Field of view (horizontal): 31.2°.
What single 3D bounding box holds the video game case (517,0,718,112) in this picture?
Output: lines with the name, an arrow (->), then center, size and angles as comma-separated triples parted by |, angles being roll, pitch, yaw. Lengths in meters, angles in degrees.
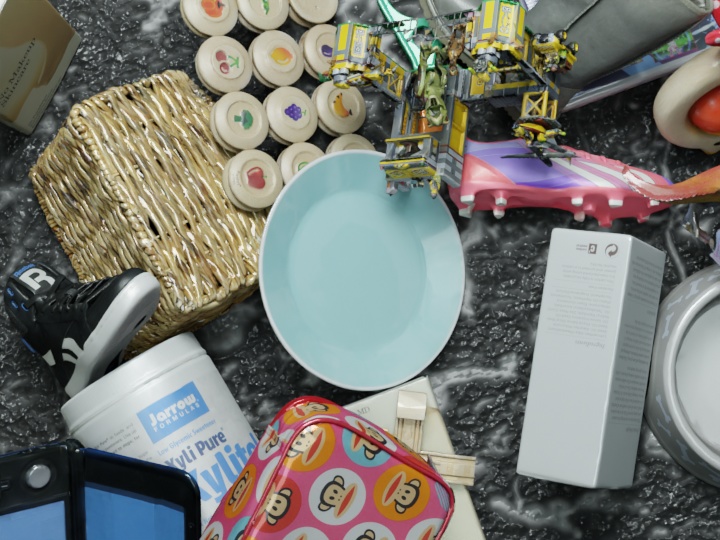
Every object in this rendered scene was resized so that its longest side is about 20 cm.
video game case -> 0.235, -0.256, 1.128 | 0.199, 0.023, 0.184 | -20, 86, -1

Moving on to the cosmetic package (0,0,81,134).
cosmetic package -> -0.300, -0.186, 1.045 | 0.071, 0.200, 0.106 | 27, 88, 3

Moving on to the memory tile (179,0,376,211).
memory tile -> -0.065, -0.156, 1.091 | 0.152, 0.017, 0.202 | -11, 84, -32

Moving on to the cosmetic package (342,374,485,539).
cosmetic package -> 0.043, 0.199, 1.079 | 0.103, 0.073, 0.201 | -21, 87, 0

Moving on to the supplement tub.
supplement tub -> -0.142, 0.167, 1.056 | 0.131, 0.132, 0.201 | -31, 87, -1

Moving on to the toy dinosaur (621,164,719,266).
toy dinosaur -> 0.347, -0.075, 1.031 | 0.199, 0.105, 0.182 | 30, 111, -33

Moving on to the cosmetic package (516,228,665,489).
cosmetic package -> 0.191, 0.074, 1.061 | 0.071, 0.101, 0.202 | 7, 85, 30

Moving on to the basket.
basket -> -0.168, -0.050, 1.104 | 0.142, 0.149, 0.201 | -28, 86, -35

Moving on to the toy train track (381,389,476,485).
toy train track -> 0.031, 0.197, 1.026 | 0.114, 0.033, 0.202 | 6, 88, 1

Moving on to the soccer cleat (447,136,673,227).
soccer cleat -> 0.171, -0.083, 1.100 | 0.198, 0.067, 0.077 | 1, 73, 0

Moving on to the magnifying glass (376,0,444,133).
magnifying glass -> 0.055, -0.195, 1.128 | 0.079, 0.022, 0.202 | -4, 87, 1

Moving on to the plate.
plate -> 0.000, 0.000, 1.083 | 0.199, 0.026, 0.202 | 3, 84, -30

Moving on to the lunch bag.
lunch bag -> -0.022, 0.212, 0.960 | 0.176, 0.082, 0.201 | 32, 90, -18

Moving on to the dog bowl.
dog bowl -> 0.337, 0.089, 1.086 | 0.198, 0.059, 0.202 | 0, 87, 2

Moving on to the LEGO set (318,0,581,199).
LEGO set -> 0.068, -0.124, 1.016 | 0.199, 0.154, 0.117 | 0, 73, 26

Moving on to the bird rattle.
bird rattle -> 0.314, -0.150, 1.041 | 0.163, 0.199, 0.113 | -36, 66, 29

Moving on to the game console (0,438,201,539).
game console -> -0.221, 0.244, 0.982 | 0.170, 0.118, 0.202 | -10, 109, -33

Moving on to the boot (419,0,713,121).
boot -> 0.158, -0.221, 1.032 | 0.182, 0.200, 0.073 | 45, 55, -3

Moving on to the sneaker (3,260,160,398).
sneaker -> -0.235, 0.028, 1.038 | 0.112, 0.200, 0.073 | 45, 54, 2
